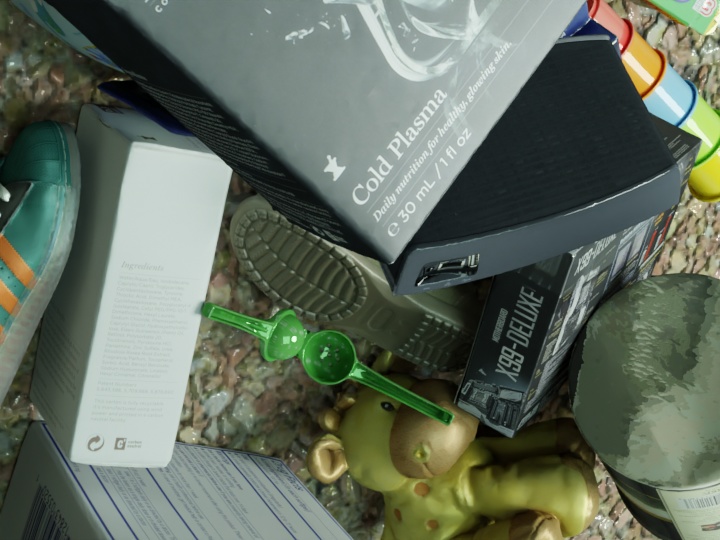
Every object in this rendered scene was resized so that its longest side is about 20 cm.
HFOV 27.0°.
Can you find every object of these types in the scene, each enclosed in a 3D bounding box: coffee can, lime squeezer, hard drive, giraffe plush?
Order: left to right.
[{"bbox_3d":[-0.033,0.056,0.974,0.199,0.071,0.038,27,106,-31],"label":"lime squeezer"},{"bbox_3d":[0.052,0.135,1.069,0.199,0.173,0.163,-25,113,22],"label":"giraffe plush"},{"bbox_3d":[0.089,-0.072,0.905,0.199,0.136,0.042,-17,160,-18],"label":"hard drive"},{"bbox_3d":[0.234,0.105,1.054,0.146,0.146,0.200,-48,152,-4],"label":"coffee can"}]

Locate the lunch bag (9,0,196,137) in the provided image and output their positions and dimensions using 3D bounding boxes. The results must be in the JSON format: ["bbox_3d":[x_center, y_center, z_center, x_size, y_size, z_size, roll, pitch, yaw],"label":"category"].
[{"bbox_3d":[-0.100,-0.148,0.845,0.200,0.170,0.128,34,89,-33],"label":"lunch bag"}]

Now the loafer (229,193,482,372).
[{"bbox_3d":[0.000,0.000,1.019,0.199,0.069,0.076,32,130,-20],"label":"loafer"}]

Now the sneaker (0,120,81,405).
[{"bbox_3d":[-0.230,0.000,0.891,0.079,0.071,0.201,15,102,-36],"label":"sneaker"}]

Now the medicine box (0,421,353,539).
[{"bbox_3d":[-0.111,0.192,0.962,0.199,0.182,0.104,14,103,-31],"label":"medicine box"}]

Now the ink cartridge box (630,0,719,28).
[{"bbox_3d":[0.219,-0.257,1.053,0.199,0.048,0.147,7,106,-33],"label":"ink cartridge box"}]

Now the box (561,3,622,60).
[{"bbox_3d":[0.134,-0.089,1.031,0.121,0.032,0.200,-42,147,-8],"label":"box"}]

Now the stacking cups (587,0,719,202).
[{"bbox_3d":[0.212,-0.131,1.093,0.200,0.060,0.061,40,88,-30],"label":"stacking cups"}]

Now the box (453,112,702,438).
[{"bbox_3d":[0.151,0.000,1.026,0.200,0.050,0.159,-37,149,-44],"label":"box"}]

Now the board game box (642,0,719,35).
[{"bbox_3d":[0.180,-0.248,1.011,0.199,0.030,0.096,29,98,-14],"label":"board game box"}]

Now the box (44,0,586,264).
[{"bbox_3d":[-0.016,-0.147,0.724,0.196,0.124,0.201,41,81,-30],"label":"box"}]

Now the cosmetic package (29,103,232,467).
[{"bbox_3d":[-0.144,0.009,0.925,0.074,0.102,0.202,7,107,-30],"label":"cosmetic package"}]
